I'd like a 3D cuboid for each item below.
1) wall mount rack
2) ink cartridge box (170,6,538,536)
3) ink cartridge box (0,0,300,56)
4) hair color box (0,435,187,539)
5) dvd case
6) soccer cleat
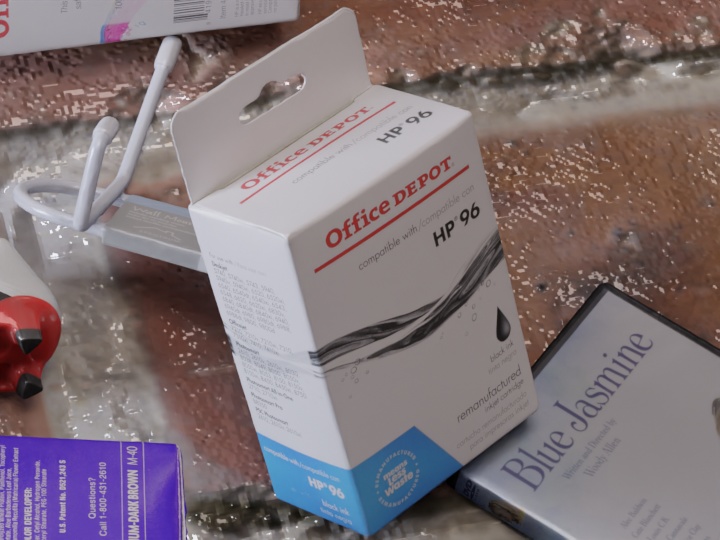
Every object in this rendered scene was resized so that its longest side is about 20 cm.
[{"bbox_3d":[-0.058,-0.048,1.321,0.200,0.075,0.174,16,18,3],"label":"wall mount rack"},{"bbox_3d":[0.000,0.000,1.200,0.116,0.200,0.068,-35,35,-31],"label":"ink cartridge box"},{"bbox_3d":[-0.138,-0.200,1.378,0.200,0.129,0.125,-7,43,-15],"label":"ink cartridge box"},{"bbox_3d":[-0.172,0.114,1.037,0.200,0.109,0.065,3,50,-11],"label":"hair color box"},{"bbox_3d":[0.159,0.100,1.266,0.200,0.018,0.143,31,54,16],"label":"dvd case"},{"bbox_3d":[-0.235,0.028,1.235,0.200,0.069,0.085,-9,45,-20],"label":"soccer cleat"}]
